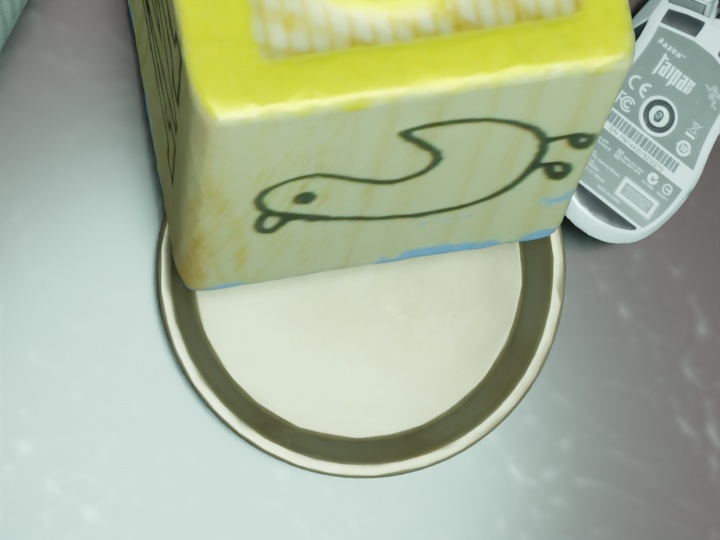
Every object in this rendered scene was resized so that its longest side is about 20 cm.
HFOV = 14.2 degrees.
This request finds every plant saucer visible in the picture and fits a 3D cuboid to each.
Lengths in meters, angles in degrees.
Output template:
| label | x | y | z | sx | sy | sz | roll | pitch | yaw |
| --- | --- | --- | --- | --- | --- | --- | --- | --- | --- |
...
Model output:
| label | x | y | z | sx | sy | sz | roll | pitch | yaw |
| --- | --- | --- | --- | --- | --- | --- | --- | --- | --- |
| plant saucer | 0.000 | 0.000 | 1.400 | 0.199 | 0.029 | 0.201 | 0 | 87 | -6 |

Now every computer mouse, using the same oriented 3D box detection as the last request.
| label | x | y | z | sx | sy | sz | roll | pitch | yaw |
| --- | --- | --- | --- | --- | --- | --- | --- | --- | --- |
| computer mouse | 0.156 | -0.101 | 1.418 | 0.110 | 0.044 | 0.200 | 39 | 78 | -9 |

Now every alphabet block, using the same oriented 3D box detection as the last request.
| label | x | y | z | sx | sy | sz | roll | pitch | yaw |
| --- | --- | --- | --- | --- | --- | --- | --- | --- | --- |
| alphabet block | -0.001 | -0.126 | 1.293 | 0.194 | 0.200 | 0.197 | -10 | 70 | -9 |

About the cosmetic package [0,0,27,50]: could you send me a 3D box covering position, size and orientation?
| label | x | y | z | sx | sy | sz | roll | pitch | yaw |
| --- | --- | --- | --- | --- | --- | --- | --- | --- | --- |
| cosmetic package | -0.214 | -0.188 | 1.312 | 0.166 | 0.167 | 0.201 | 28 | 84 | -4 |
